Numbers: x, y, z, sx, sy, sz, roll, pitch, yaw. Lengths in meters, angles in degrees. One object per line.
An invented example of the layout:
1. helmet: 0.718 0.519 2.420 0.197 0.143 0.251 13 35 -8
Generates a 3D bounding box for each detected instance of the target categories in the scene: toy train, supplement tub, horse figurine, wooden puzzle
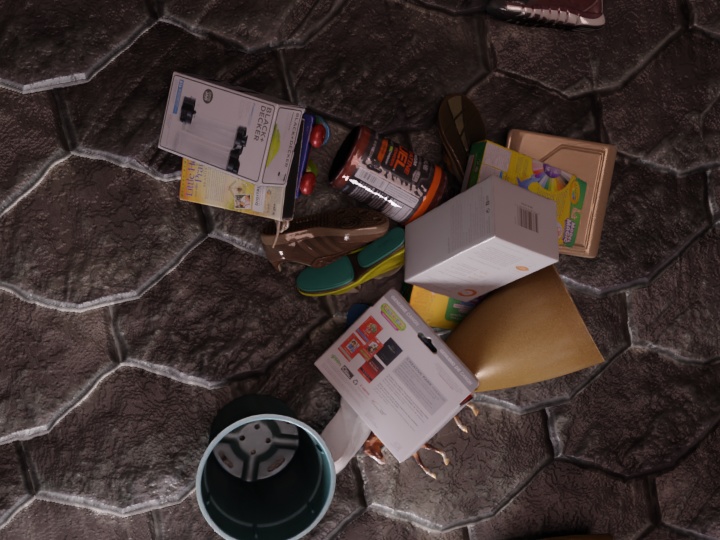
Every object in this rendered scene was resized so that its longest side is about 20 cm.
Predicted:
1. toy train: -0.098 -0.139 1.519 0.084 0.116 0.201 15 103 12
2. supplement tub: 0.059 -0.132 1.550 0.200 0.107 0.107 27 94 -15
3. horse figurine: 0.105 0.245 1.648 0.132 0.050 0.200 32 101 3
4. wooden puzzle: 0.309 -0.123 1.640 0.199 0.037 0.186 7 98 -17

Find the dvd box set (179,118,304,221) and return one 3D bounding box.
1. dvd box set: -0.175 -0.158 1.469 0.029 0.200 0.147 -5 104 -56

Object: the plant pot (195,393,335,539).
1. plant pot: -0.151 0.284 1.534 0.199 0.196 0.201 -2 99 -11

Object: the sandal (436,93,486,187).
1. sandal: 0.166 -0.175 1.588 0.082 0.055 0.201 -26 95 -29

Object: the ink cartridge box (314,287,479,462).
1. ink cartridge box: 0.065 0.151 1.526 0.176 0.084 0.200 -45 77 16

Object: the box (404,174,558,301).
1. box: 0.171 -0.041 1.469 0.124 0.200 0.098 18 61 -32

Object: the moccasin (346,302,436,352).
1. moccasin: 0.062 0.126 1.611 0.200 0.068 0.081 41 105 8

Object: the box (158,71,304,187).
1. box: -0.182 -0.198 1.417 0.200 0.060 0.117 23 104 30

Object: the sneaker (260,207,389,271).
1. sneaker: -0.050 -0.045 1.554 0.199 0.071 0.076 -5 122 12

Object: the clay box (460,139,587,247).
1. clay box: 0.250 -0.113 1.563 0.199 0.048 0.115 19 81 -26

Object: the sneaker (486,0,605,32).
1. sneaker: 0.287 -0.436 1.566 0.199 0.076 0.116 3 94 -22

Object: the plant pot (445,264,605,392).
1. plant pot: 0.237 0.100 1.541 0.200 0.186 0.187 -29 104 9

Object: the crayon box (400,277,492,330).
1. crayon box: 0.168 0.037 1.625 0.199 0.058 0.119 10 98 -13

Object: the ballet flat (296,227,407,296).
1. ballet flat: 0.000 0.000 1.575 0.200 0.067 0.067 -25 142 13

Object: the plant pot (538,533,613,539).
1. plant pot: 0.309 0.521 1.682 0.199 0.186 0.187 6 99 1

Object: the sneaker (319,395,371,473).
1. sneaker: -0.003 0.236 1.626 0.075 0.089 0.200 29 68 24
